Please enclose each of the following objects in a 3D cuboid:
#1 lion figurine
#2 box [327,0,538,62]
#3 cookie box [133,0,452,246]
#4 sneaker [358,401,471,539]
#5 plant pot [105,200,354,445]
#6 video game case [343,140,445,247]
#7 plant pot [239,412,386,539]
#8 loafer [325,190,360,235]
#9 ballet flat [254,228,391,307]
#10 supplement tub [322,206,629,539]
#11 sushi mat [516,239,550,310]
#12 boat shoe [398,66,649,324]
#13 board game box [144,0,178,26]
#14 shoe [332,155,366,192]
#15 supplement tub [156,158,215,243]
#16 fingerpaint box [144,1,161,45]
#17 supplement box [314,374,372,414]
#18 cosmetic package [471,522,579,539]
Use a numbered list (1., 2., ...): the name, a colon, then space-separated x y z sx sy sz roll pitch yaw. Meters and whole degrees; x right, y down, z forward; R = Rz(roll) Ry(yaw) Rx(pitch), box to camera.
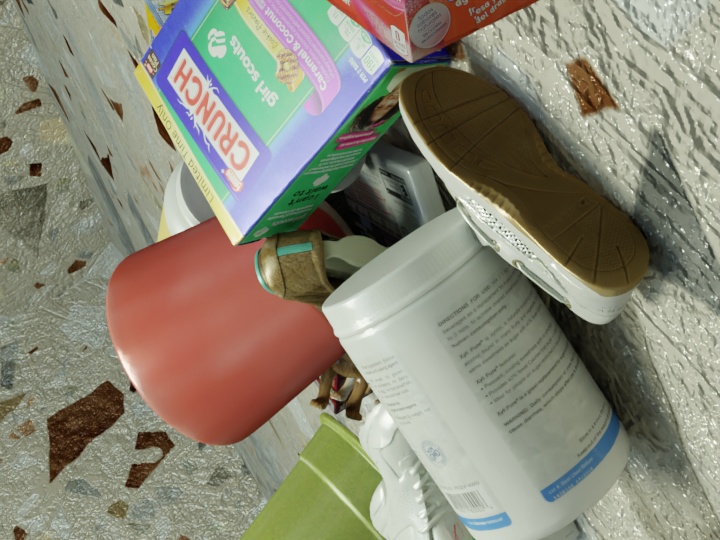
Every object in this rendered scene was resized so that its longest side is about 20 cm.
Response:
1. lion figurine: 0.004 0.082 1.040 0.072 0.124 0.200 17 -179 6
2. box: 0.008 -0.212 0.566 0.200 0.095 0.100 46 158 42
3. cookie box: -0.057 -0.146 0.737 0.200 0.075 0.172 -45 70 37
4. sneaker: 0.056 0.170 0.808 0.099 0.077 0.201 48 157 42
5. plant pot: -0.093 0.030 0.911 0.200 0.176 0.202 42 -149 -32
6. video game case: 0.037 -0.026 0.879 0.200 0.023 0.184 36 149 63
7. plant pot: -0.036 0.274 0.979 0.200 0.190 0.200 44 165 15
8. loafer: -0.050 -0.086 0.976 0.069 0.075 0.202 24 139 58
9. ballet flat: 0.000 0.000 0.818 0.199 0.072 0.069 19 -123 -55
10. supplement tub: 0.079 0.071 0.699 0.201 0.131 0.132 57 164 -6
11. sushi mat: 0.108 0.004 0.751 0.096 0.012 0.201 49 159 36
12. boat shoe: 0.089 -0.044 0.631 0.200 0.070 0.070 52 159 27
13. board game box: -0.141 -0.248 0.879 0.201 0.061 0.201 -95 -6 -49
14. shoe: -0.048 -0.163 0.844 0.091 0.071 0.202 -169 64 -72
15. supplement tub: -0.140 -0.047 1.092 0.146 0.145 0.200 58 156 12
16. fingerpaint box: -0.167 -0.197 1.153 0.168 0.073 0.200 57 162 16
17. supplement box: -0.033 0.078 1.209 0.109 0.061 0.201 54 163 24
18. cosmetic package: 0.102 0.199 0.952 0.108 0.084 0.200 61 163 -10
